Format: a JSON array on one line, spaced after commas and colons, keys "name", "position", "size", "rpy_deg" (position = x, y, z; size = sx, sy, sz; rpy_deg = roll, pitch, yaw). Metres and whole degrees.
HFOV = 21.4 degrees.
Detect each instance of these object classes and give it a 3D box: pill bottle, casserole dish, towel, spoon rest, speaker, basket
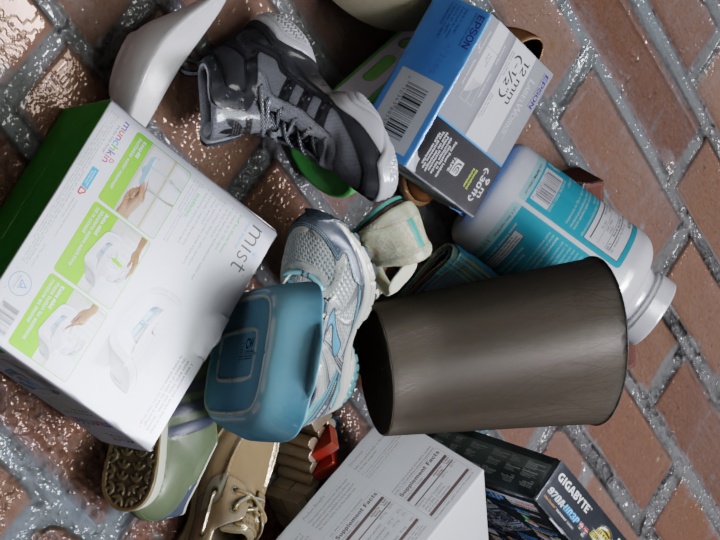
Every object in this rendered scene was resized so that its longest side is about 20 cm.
[{"name": "pill bottle", "position": [0.190, -0.018, 1.741], "size": [0.199, 0.111, 0.111], "rpy_deg": [36, 69, -4]}, {"name": "casserole dish", "position": [-0.078, 0.068, 1.451], "size": [0.038, 0.200, 0.122], "rpy_deg": [11, 82, -20]}, {"name": "towel", "position": [0.095, 0.071, 1.747], "size": [0.147, 0.022, 0.200], "rpy_deg": [-48, 131, 7]}, {"name": "spoon rest", "position": [-0.143, -0.193, 1.481], "size": [0.060, 0.099, 0.201], "rpy_deg": [18, 79, 2]}, {"name": "speaker", "position": [0.029, -0.150, 1.644], "size": [0.200, 0.088, 0.089], "rpy_deg": [-44, 124, -29]}, {"name": "basket", "position": [0.106, 0.073, 1.621], "size": [0.198, 0.181, 0.137], "rpy_deg": [-7, 63, -13]}]

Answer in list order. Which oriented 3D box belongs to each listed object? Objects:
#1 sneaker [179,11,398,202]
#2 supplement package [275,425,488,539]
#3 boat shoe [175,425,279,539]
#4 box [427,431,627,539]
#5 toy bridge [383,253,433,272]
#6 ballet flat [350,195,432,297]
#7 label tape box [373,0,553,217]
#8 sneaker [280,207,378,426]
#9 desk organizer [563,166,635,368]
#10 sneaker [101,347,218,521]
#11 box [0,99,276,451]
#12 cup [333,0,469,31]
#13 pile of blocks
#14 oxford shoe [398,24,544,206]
[{"name": "sneaker", "position": [-0.063, -0.115, 1.515], "size": [0.113, 0.200, 0.076], "rpy_deg": [-25, 152, -29]}, {"name": "supplement package", "position": [0.010, 0.256, 1.643], "size": [0.200, 0.110, 0.156], "rpy_deg": [-47, 152, -26]}, {"name": "boat shoe", "position": [-0.106, 0.207, 1.593], "size": [0.071, 0.064, 0.201], "rpy_deg": [28, 79, -42]}, {"name": "box", "position": [0.138, 0.210, 1.729], "size": [0.046, 0.199, 0.159], "rpy_deg": [-53, 127, -18]}, {"name": "toy bridge", "position": [0.068, 0.021, 1.748], "size": [0.200, 0.027, 0.068], "rpy_deg": [39, 71, -40]}, {"name": "ballet flat", "position": [0.000, 0.000, 1.569], "size": [0.067, 0.200, 0.063], "rpy_deg": [-31, 87, -27]}, {"name": "label tape box", "position": [0.095, -0.128, 1.612], "size": [0.144, 0.066, 0.200], "rpy_deg": [-60, 145, -1]}, {"name": "sneaker", "position": [-0.040, 0.047, 1.524], "size": [0.086, 0.077, 0.201], "rpy_deg": [-40, 141, -45]}, {"name": "desk organizer", "position": [0.217, 0.004, 1.855], "size": [0.077, 0.071, 0.202], "rpy_deg": [-16, 108, -42]}, {"name": "sneaker", "position": [-0.149, 0.108, 1.546], "size": [0.090, 0.067, 0.202], "rpy_deg": [43, 58, -59]}, {"name": "box", "position": [-0.190, 0.005, 1.436], "size": [0.176, 0.096, 0.201], "rpy_deg": [38, 71, -27]}, {"name": "cup", "position": [0.059, -0.312, 1.565], "size": [0.199, 0.143, 0.202], "rpy_deg": [6, 79, -30]}, {"name": "pile of blocks", "position": [-0.030, 0.133, 1.653], "size": [0.082, 0.062, 0.202], "rpy_deg": [-1, 99, -42]}, {"name": "oxford shoe", "position": [0.100, -0.143, 1.721], "size": [0.071, 0.071, 0.201], "rpy_deg": [45, 69, -39]}]
